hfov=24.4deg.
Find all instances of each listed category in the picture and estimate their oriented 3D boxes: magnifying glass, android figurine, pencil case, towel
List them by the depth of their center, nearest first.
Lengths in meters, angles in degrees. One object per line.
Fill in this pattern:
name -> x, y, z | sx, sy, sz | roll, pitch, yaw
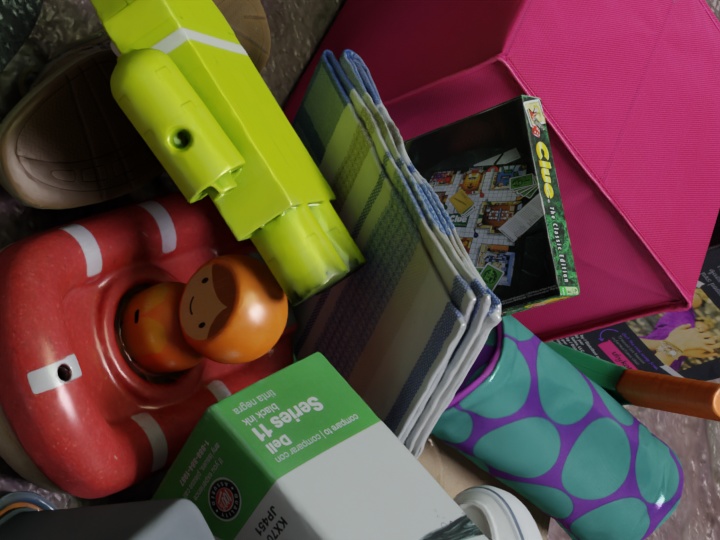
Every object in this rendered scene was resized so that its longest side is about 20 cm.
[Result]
android figurine -> -0.068, -0.075, 0.788 | 0.200, 0.041, 0.182 | 56, 9, 0
towel -> 0.000, 0.000, 0.848 | 0.024, 0.147, 0.200 | 1, 43, -31
pencil case -> 0.103, 0.092, 0.975 | 0.200, 0.092, 0.085 | 38, 70, -35
magnifying glass -> 0.150, 0.067, 1.012 | 0.080, 0.200, 0.022 | 37, 75, -31

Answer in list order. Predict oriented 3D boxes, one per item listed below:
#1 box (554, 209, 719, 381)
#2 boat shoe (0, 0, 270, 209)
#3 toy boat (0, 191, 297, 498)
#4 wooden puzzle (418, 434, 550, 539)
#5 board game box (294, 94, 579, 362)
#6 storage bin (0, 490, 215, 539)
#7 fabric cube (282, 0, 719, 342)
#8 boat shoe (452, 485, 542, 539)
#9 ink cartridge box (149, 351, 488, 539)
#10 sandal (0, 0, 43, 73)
box -> 0.208, -0.001, 1.095 | 0.106, 0.200, 0.122 | 51, 44, -24
boat shoe -> -0.125, -0.090, 0.869 | 0.200, 0.063, 0.073 | -39, 121, -45
toy boat -> -0.090, 0.028, 0.802 | 0.200, 0.131, 0.131 | -23, 93, -50
wooden puzzle -> 0.033, 0.168, 0.961 | 0.185, 0.046, 0.200 | 39, 46, -34
board game box -> 0.024, -0.014, 0.892 | 0.023, 0.200, 0.105 | -4, 80, -48
storage bin -> -0.110, 0.195, 0.717 | 0.146, 0.134, 0.200 | -37, 104, -48
fabric cube -> 0.095, -0.089, 1.003 | 0.200, 0.196, 0.200 | 49, 45, -26
boat shoe -> 0.056, 0.203, 0.872 | 0.065, 0.073, 0.200 | 32, 49, -44
ink cartridge box -> -0.009, 0.164, 0.773 | 0.200, 0.147, 0.083 | 46, 38, 17
sandal -> -0.208, -0.092, 0.789 | 0.076, 0.043, 0.200 | 28, 66, -31
